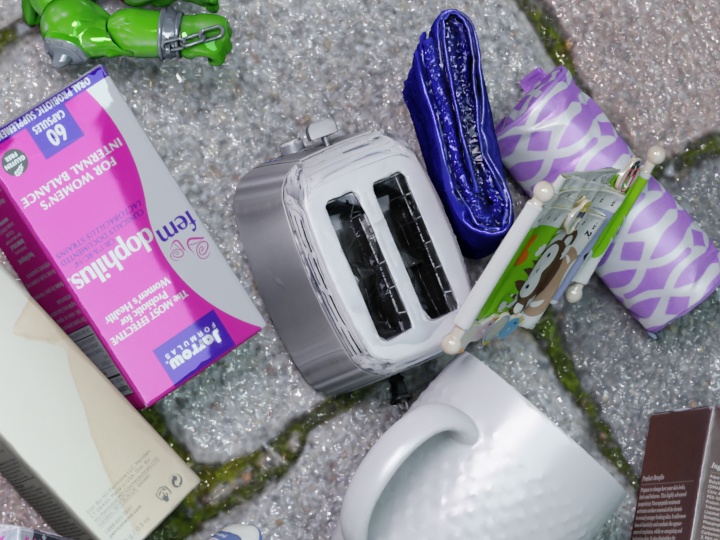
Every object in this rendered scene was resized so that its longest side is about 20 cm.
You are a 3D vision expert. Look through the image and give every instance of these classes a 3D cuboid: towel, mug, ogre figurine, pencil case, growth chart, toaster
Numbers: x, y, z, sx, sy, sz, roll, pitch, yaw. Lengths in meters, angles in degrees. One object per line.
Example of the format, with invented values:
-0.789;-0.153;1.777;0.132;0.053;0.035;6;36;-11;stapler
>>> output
0.061;-0.083;1.576;0.049;0.200;0.149;-11;86;0;towel
0.054;0.155;1.545;0.176;0.200;0.148;-49;55;-3;mug
-0.168;-0.204;1.560;0.119;0.098;0.201;-21;82;-10;ogre figurine
0.176;-0.050;1.668;0.200;0.084;0.086;49;36;-9;pencil case
0.124;-0.012;1.551;0.018;0.200;0.145;36;114;20;growth chart
0.000;0.000;1.575;0.113;0.129;0.201;-21;90;-19;toaster

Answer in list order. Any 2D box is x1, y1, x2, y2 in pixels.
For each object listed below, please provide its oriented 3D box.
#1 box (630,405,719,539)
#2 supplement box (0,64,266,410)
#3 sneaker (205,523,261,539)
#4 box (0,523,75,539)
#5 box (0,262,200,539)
0.235;0.199;1.645;0.075;0.100;0.201;12;80;-17;box
-0.164;-0.016;1.538;0.101;0.103;0.201;-35;96;-20;supplement box
-0.042;0.255;1.557;0.088;0.075;0.200;-41;97;-19;sneaker
-0.275;0.201;1.413;0.199;0.132;0.115;3;79;15;box
-0.204;0.091;1.515;0.078;0.095;0.200;-44;99;-19;box
